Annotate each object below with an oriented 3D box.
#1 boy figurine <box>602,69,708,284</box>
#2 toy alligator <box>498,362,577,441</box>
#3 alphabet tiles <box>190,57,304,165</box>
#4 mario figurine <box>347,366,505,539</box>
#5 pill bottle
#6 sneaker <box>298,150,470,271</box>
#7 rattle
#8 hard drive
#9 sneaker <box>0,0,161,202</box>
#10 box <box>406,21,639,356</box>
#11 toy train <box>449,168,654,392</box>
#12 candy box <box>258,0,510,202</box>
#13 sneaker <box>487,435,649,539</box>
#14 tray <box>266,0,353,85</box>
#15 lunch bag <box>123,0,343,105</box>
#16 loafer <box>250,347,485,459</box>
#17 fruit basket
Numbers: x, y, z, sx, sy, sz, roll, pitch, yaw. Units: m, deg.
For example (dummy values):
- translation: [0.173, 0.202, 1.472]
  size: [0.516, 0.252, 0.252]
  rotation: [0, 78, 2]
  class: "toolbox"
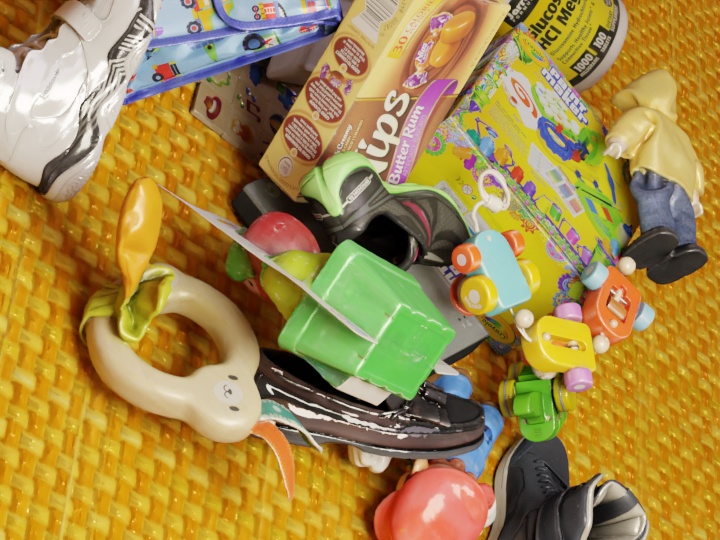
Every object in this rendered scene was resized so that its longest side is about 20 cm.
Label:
- translation: [0.252, -0.094, 1.910]
  size: [0.124, 0.064, 0.202]
  rotation: [25, 47, -37]
  class: "boy figurine"
- translation: [0.157, 0.097, 1.809]
  size: [0.200, 0.059, 0.055]
  rotation: [-49, 130, -66]
  class: "toy alligator"
- translation: [-0.085, -0.172, 1.831]
  size: [0.167, 0.008, 0.201]
  rotation: [37, 42, -26]
  class: "alphabet tiles"
- translation: [0.050, 0.162, 1.713]
  size: [0.122, 0.107, 0.200]
  rotation: [16, 30, 5]
  class: "mario figurine"
- translation: [0.149, -0.257, 2.066]
  size: [0.199, 0.112, 0.113]
  rotation: [29, 45, -32]
  class: "pill bottle"
- translation: [0.021, -0.027, 1.693]
  size: [0.199, 0.076, 0.084]
  rotation: [18, 48, -54]
  class: "sneaker"
- translation: [-0.092, 0.046, 1.522]
  size: [0.200, 0.143, 0.130]
  rotation: [43, 27, 21]
  class: "rattle"
- translation: [0.000, 0.000, 1.754]
  size: [0.200, 0.033, 0.139]
  rotation: [51, 36, 11]
  class: "hard drive"
- translation: [-0.220, -0.158, 1.557]
  size: [0.114, 0.075, 0.202]
  rotation: [22, 88, -29]
  class: "sneaker"
- translation: [0.131, -0.072, 1.909]
  size: [0.200, 0.122, 0.193]
  rotation: [50, 37, -9]
  class: "box"
- translation: [0.143, 0.018, 1.756]
  size: [0.199, 0.055, 0.151]
  rotation: [37, 47, -21]
  class: "toy train"
- translation: [0.018, -0.143, 1.702]
  size: [0.116, 0.201, 0.056]
  rotation: [6, 31, -51]
  class: "candy box"
- translation: [0.170, 0.185, 1.754]
  size: [0.077, 0.146, 0.203]
  rotation: [41, 39, -18]
  class: "sneaker"
- translation: [0.009, -0.196, 1.869]
  size: [0.022, 0.108, 0.199]
  rotation: [35, 18, 36]
  class: "tray"
- translation: [-0.109, -0.234, 1.689]
  size: [0.198, 0.094, 0.152]
  rotation: [-15, 70, -6]
  class: "lunch bag"
- translation: [0.005, 0.097, 1.632]
  size: [0.198, 0.064, 0.072]
  rotation: [5, 25, -18]
  class: "loafer"
- translation: [-0.039, 0.015, 1.571]
  size: [0.199, 0.094, 0.185]
  rotation: [29, 0, 27]
  class: "fruit basket"
